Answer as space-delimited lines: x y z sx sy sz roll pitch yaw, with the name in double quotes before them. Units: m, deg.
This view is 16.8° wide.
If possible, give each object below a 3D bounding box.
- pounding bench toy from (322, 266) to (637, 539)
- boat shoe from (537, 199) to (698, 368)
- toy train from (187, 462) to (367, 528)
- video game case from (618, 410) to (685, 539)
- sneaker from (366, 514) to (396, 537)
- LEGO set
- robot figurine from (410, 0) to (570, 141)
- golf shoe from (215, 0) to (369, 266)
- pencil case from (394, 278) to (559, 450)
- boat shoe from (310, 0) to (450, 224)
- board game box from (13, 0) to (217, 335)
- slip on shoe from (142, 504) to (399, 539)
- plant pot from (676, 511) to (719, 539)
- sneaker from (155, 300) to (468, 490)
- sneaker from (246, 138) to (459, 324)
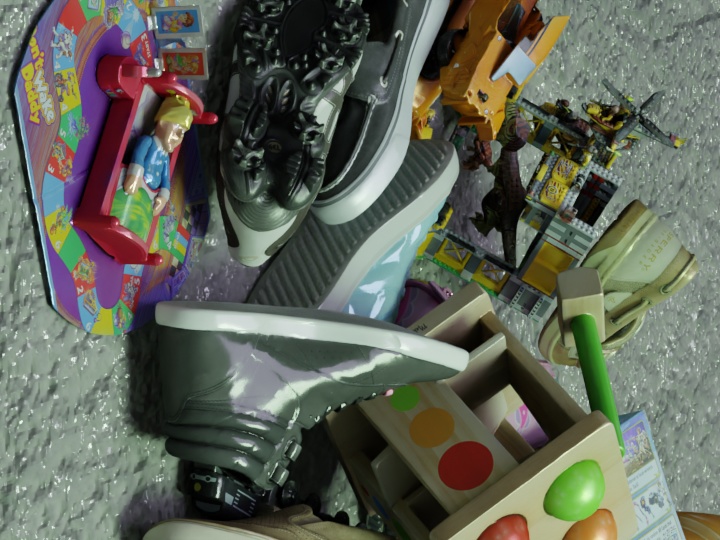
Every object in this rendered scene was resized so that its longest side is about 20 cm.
"pounding bench toy" 0.105 0.101 1.468 0.199 0.156 0.125 -35 142 -11
"boat shoe" 0.170 0.023 1.602 0.073 0.063 0.201 -47 170 -27
"toy train" -0.047 0.152 1.470 0.200 0.034 0.046 38 64 -55
"video game case" 0.149 0.212 1.613 0.199 0.045 0.183 -25 99 -48
"sneaker" 0.051 0.197 1.637 0.080 0.077 0.201 -83 162 -52
"LEGO set" 0.111 -0.075 1.590 0.200 0.153 0.116 -49 173 -39
"robot figurine" 0.086 -0.173 1.571 0.058 0.144 0.201 49 60 -32
"golf shoe" -0.049 -0.090 1.417 0.095 0.077 0.201 108 0 -47
"pencil case" 0.067 0.069 1.614 0.200 0.087 0.088 37 62 -57
"boat shoe" 0.000 -0.125 1.495 0.066 0.070 0.201 43 57 -36
"board game box" -0.116 -0.063 1.310 0.158 0.039 0.202 -37 125 -54
"slip on shoe" -0.044 0.166 1.409 0.199 0.076 0.061 18 54 -34
"plant pot" 0.196 0.274 1.789 0.182 0.199 0.202 10 84 -45
"sneaker" -0.031 0.074 1.384 0.199 0.071 0.100 5 94 -31
"sneaker" 0.000 0.000 1.504 0.200 0.074 0.082 -48 136 -32
